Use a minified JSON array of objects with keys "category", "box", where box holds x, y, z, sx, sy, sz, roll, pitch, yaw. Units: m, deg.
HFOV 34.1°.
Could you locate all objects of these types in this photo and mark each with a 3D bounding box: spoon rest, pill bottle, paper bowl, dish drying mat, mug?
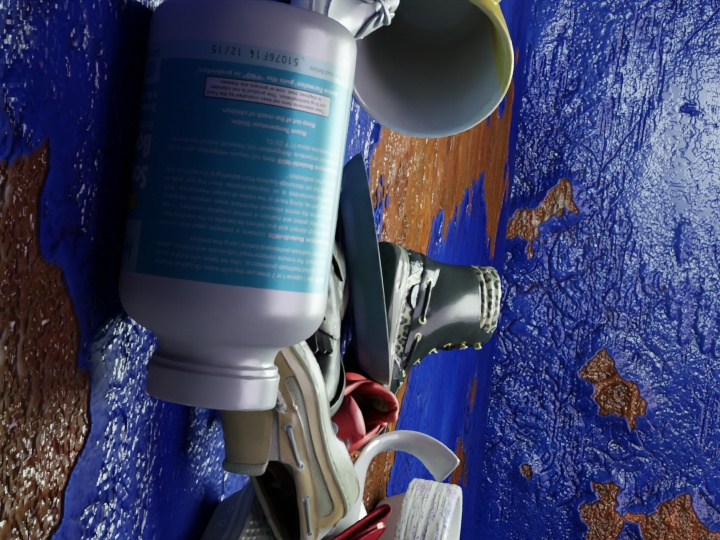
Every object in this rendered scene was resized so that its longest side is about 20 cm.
[{"category":"spoon rest","box":[-0.006,0.189,0.993,0.199,0.061,0.100,-22,157,-38]},{"category":"pill bottle","box":[-0.066,-0.033,0.612,0.111,0.109,0.203,7,90,-78]},{"category":"paper bowl","box":[0.062,0.361,1.460,0.201,0.103,0.204,7,90,-78]},{"category":"dish drying mat","box":[-0.023,0.252,0.985,0.076,0.018,0.201,-29,161,-26]},{"category":"mug","box":[0.081,-0.228,1.064,0.154,0.184,0.151,-81,156,-51]}]

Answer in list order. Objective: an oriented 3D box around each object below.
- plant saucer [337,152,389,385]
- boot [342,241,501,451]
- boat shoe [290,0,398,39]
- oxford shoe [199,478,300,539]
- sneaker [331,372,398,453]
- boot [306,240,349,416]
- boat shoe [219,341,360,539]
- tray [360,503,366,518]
[{"category":"plant saucer","box":[0.000,0.000,1.018,0.200,0.027,0.203,173,-90,-87]},{"category":"boot","box":[0.062,0.081,1.168,0.152,0.073,0.206,7,95,-37]},{"category":"boat shoe","box":[-0.004,-0.211,0.899,0.200,0.068,0.073,-62,156,-59]},{"category":"oxford shoe","box":[-0.090,0.209,0.768,0.075,0.057,0.200,50,30,-13]},{"category":"sneaker","box":[-0.005,0.125,1.009,0.200,0.084,0.078,-18,91,-78]},{"category":"boot","box":[-0.047,-0.009,0.843,0.201,0.068,0.176,-85,173,-49]},{"category":"boat shoe","box":[-0.060,0.101,0.750,0.076,0.071,0.202,-48,124,-39]},{"category":"tray","box":[-0.014,0.242,1.152,0.200,0.022,0.108,64,6,-69]}]
